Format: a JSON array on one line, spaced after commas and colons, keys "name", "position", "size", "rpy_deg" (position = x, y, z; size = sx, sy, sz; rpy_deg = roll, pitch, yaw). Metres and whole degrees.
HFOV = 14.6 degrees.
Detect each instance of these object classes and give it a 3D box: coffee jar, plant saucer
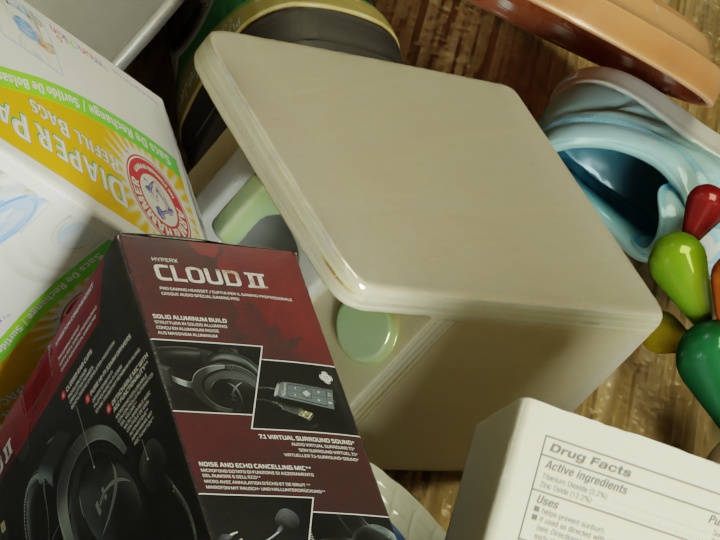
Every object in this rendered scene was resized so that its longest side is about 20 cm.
[{"name": "coffee jar", "position": [-0.043, -0.121, 1.236], "size": [0.085, 0.104, 0.201], "rpy_deg": [11, 45, -30]}, {"name": "plant saucer", "position": [0.081, -0.133, 1.307], "size": [0.199, 0.033, 0.200], "rpy_deg": [26, 3, -1]}]

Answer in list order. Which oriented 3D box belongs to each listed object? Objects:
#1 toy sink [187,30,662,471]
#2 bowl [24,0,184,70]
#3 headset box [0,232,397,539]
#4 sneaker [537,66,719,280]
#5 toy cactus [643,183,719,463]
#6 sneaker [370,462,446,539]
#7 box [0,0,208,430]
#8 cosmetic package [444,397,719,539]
[{"name": "toy sink", "position": [0.000, 0.000, 1.115], "size": [0.199, 0.112, 0.131], "rpy_deg": [5, 45, -51]}, {"name": "bowl", "position": [-0.147, -0.170, 1.174], "size": [0.199, 0.200, 0.075], "rpy_deg": [39, -2, 6]}, {"name": "headset box", "position": [-0.062, 0.097, 0.960], "size": [0.077, 0.149, 0.201], "rpy_deg": [7, 45, -31]}, {"name": "sneaker", "position": [0.164, -0.017, 1.310], "size": [0.199, 0.074, 0.082], "rpy_deg": [28, 39, 9]}, {"name": "toy cactus", "position": [0.185, 0.070, 1.229], "size": [0.200, 0.102, 0.165], "rpy_deg": [46, 60, -2]}, {"name": "sneaker", "position": [0.030, 0.151, 1.043], "size": [0.199, 0.079, 0.089], "rpy_deg": [30, 49, 4]}, {"name": "box", "position": [-0.156, -0.037, 1.001], "size": [0.200, 0.112, 0.102], "rpy_deg": [36, 27, -49]}, {"name": "cosmetic package", "position": [0.067, 0.157, 0.965], "size": [0.103, 0.073, 0.201], "rpy_deg": [19, 75, -8]}]
